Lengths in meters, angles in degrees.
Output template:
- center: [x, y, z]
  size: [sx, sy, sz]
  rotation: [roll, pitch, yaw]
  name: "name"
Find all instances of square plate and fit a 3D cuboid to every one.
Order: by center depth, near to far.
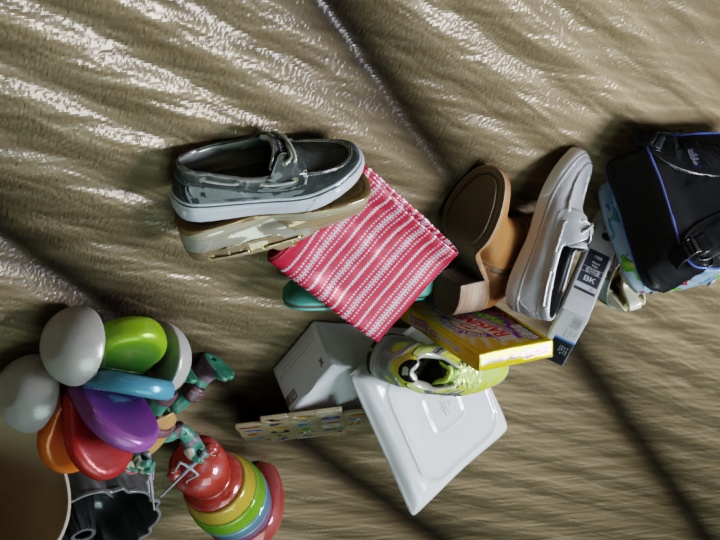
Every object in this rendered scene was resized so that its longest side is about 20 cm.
- center: [0.095, 0.164, 1.743]
  size: [0.198, 0.201, 0.028]
  rotation: [-35, -160, -36]
  name: "square plate"

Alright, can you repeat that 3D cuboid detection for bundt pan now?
- center: [-0.349, 0.293, 1.737]
  size: [0.201, 0.076, 0.202]
  rotation: [-19, 148, -12]
  name: "bundt pan"

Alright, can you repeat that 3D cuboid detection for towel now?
- center: [0.006, -0.018, 1.527]
  size: [0.145, 0.022, 0.200]
  rotation: [-47, 131, 5]
  name: "towel"

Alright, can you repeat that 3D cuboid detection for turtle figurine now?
- center: [-0.231, 0.187, 1.646]
  size: [0.201, 0.100, 0.150]
  rotation: [-60, 167, 20]
  name: "turtle figurine"

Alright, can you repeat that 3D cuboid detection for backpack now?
- center: [0.389, -0.071, 1.674]
  size: [0.199, 0.184, 0.147]
  rotation: [-9, 165, -34]
  name: "backpack"

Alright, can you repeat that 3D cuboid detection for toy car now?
- center: [-0.271, 0.139, 1.498]
  size: [0.200, 0.150, 0.175]
  rotation: [-43, 145, 24]
  name: "toy car"

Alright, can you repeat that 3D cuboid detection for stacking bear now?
- center: [-0.181, 0.276, 1.816]
  size: [0.121, 0.114, 0.200]
  rotation: [-29, 144, 2]
  name: "stacking bear"

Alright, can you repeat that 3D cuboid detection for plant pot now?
- center: [-0.450, 0.274, 1.561]
  size: [0.187, 0.188, 0.200]
  rotation: [5, 150, -41]
  name: "plant pot"

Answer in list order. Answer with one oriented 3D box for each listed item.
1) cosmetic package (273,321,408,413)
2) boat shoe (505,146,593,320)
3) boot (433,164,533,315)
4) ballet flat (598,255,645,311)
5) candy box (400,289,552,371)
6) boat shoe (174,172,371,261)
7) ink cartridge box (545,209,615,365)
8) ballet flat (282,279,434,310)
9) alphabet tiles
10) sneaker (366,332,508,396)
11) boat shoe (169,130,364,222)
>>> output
- center: [0.003, 0.123, 1.762]
  size: [0.199, 0.074, 0.102]
  rotation: [8, 135, -41]
  name: "cosmetic package"
- center: [0.230, -0.039, 1.622]
  size: [0.072, 0.068, 0.201]
  rotation: [24, 90, -61]
  name: "boat shoe"
- center: [0.166, -0.047, 1.648]
  size: [0.154, 0.074, 0.201]
  rotation: [-17, 137, -41]
  name: "boot"
- center: [0.348, 0.008, 1.854]
  size: [0.069, 0.071, 0.200]
  rotation: [-23, 149, -9]
  name: "ballet flat"
- center: [0.129, 0.065, 1.667]
  size: [0.102, 0.200, 0.027]
  rotation: [-12, 113, -26]
  name: "candy box"
- center: [-0.087, -0.056, 1.430]
  size: [0.199, 0.074, 0.069]
  rotation: [-11, 141, -8]
  name: "boat shoe"
- center: [0.272, 0.011, 1.711]
  size: [0.100, 0.039, 0.200]
  rotation: [107, 9, -51]
  name: "ink cartridge box"
- center: [0.000, 0.000, 1.599]
  size: [0.199, 0.067, 0.071]
  rotation: [-5, 119, -33]
  name: "ballet flat"
- center: [-0.070, 0.195, 1.788]
  size: [0.165, 0.006, 0.200]
  rotation: [-6, 166, -1]
  name: "alphabet tiles"
- center: [0.102, 0.122, 1.672]
  size: [0.199, 0.076, 0.076]
  rotation: [4, 104, -36]
  name: "sneaker"
- center: [-0.086, -0.098, 1.369]
  size: [0.199, 0.072, 0.071]
  rotation: [-16, 145, -20]
  name: "boat shoe"
